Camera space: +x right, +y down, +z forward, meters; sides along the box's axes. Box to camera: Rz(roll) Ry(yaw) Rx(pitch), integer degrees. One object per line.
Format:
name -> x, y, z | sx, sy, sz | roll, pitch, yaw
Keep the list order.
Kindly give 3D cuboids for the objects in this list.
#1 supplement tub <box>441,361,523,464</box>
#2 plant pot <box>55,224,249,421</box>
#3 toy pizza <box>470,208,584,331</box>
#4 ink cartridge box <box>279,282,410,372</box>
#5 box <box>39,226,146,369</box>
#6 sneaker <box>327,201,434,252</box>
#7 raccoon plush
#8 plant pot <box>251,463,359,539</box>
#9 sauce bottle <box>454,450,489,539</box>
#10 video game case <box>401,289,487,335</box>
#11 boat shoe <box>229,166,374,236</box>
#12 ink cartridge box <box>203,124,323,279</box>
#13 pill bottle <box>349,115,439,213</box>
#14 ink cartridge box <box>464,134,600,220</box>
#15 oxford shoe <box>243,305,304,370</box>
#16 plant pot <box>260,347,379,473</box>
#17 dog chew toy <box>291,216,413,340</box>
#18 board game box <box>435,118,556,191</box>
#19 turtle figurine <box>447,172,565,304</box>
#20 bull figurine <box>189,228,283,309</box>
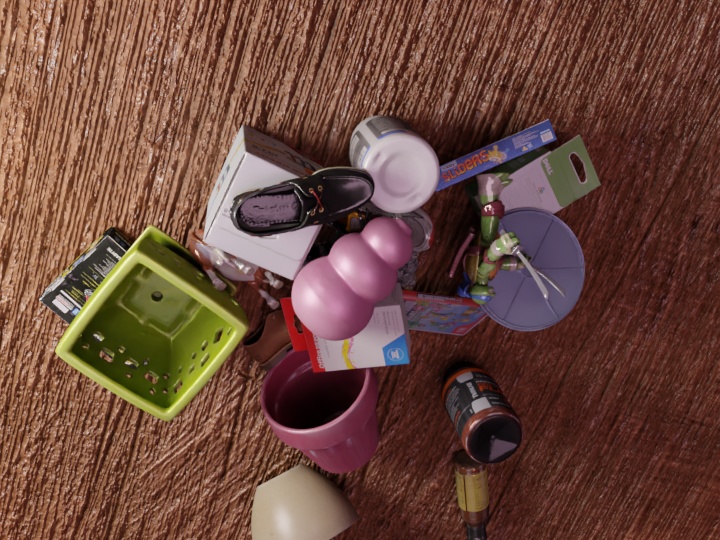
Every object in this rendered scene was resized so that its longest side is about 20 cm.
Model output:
supplement tub -> 0.204, 0.239, 1.299 | 0.106, 0.200, 0.108 | -4, 113, -9
plant pot -> -0.300, 0.064, 1.100 | 0.200, 0.182, 0.199 | 38, 102, -22
toy pizza -> 0.273, -0.001, 1.220 | 0.198, 0.032, 0.202 | 0, 89, -8
ink cartridge box -> -0.026, 0.094, 1.175 | 0.198, 0.067, 0.117 | -7, 121, 8
box -> -0.387, 0.053, 1.204 | 0.159, 0.049, 0.200 | -41, 113, 10
sneaker -> 0.019, -0.069, 1.117 | 0.199, 0.082, 0.079 | 17, 113, 26
raccoon plush -> 0.000, 0.000, 1.179 | 0.199, 0.134, 0.097 | -36, 140, -19
plant pot -> -0.120, 0.435, 1.347 | 0.199, 0.200, 0.135 | -28, 78, 2
sauce bottle -> 0.222, 0.452, 1.463 | 0.065, 0.066, 0.202 | -9, 115, -6
video game case -> 0.110, 0.072, 1.263 | 0.198, 0.143, 0.018 | 7, 66, -13
boat shoe -> -0.074, -0.088, 0.981 | 0.199, 0.063, 0.074 | -12, 108, -8
ink cartridge box -> -0.139, -0.106, 1.100 | 0.144, 0.200, 0.145 | 23, 106, -18
pill bottle -> 0.043, -0.167, 1.108 | 0.113, 0.200, 0.115 | -3, 112, -7
ink cartridge box -> 0.287, -0.140, 1.238 | 0.199, 0.059, 0.104 | -31, 114, 3
oxford shoe -> -0.120, 0.082, 1.252 | 0.071, 0.071, 0.200 | 42, 101, -18
plant pot -> -0.052, 0.246, 1.274 | 0.198, 0.201, 0.180 | -22, 130, 0
dog chew toy -> -0.005, 0.005, 1.053 | 0.124, 0.125, 0.200 | 41, 101, -22
board game box -> 0.194, -0.176, 1.165 | 0.198, 0.135, 0.035 | -23, 95, -1
turtle figurine -> 0.235, -0.048, 1.129 | 0.143, 0.199, 0.196 | 0, 87, -42
bull figurine -> -0.177, -0.007, 1.145 | 0.199, 0.121, 0.065 | 18, 112, -48
